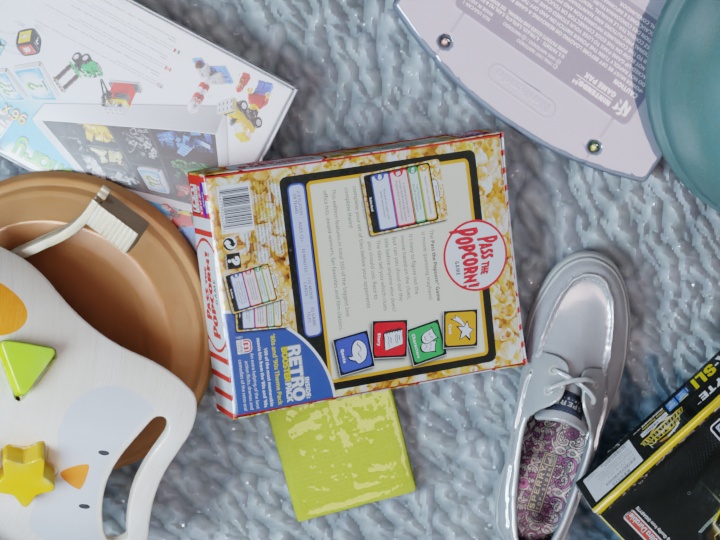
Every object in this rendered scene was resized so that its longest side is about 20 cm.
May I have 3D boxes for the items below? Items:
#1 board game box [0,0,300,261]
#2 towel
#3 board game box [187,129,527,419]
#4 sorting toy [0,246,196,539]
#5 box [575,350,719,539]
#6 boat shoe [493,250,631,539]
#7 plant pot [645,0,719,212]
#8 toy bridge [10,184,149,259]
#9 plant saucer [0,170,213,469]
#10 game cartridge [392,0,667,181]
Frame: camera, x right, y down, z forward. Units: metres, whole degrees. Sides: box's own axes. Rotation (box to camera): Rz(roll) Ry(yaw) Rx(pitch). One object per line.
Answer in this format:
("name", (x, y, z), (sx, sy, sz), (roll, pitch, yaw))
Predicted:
("board game box", (-0.154, -0.106, 1.277), (0.199, 0.035, 0.127), (28, 96, 0))
("towel", (-0.028, 0.058, 1.316), (0.085, 0.018, 0.202), (-14, 98, 6))
("board game box", (0.000, 0.000, 1.265), (0.198, 0.046, 0.153), (-8, 98, -18))
("sorting toy", (-0.199, 0.104, 1.212), (0.178, 0.107, 0.202), (15, 111, -16))
("box", (0.259, 0.152, 1.287), (0.160, 0.049, 0.200), (-43, 113, 4))
("boat shoe", (0.128, 0.088, 1.295), (0.071, 0.069, 0.202), (19, 96, -3))
("plant pot", (0.283, -0.104, 1.198), (0.198, 0.134, 0.202), (-3, 109, -7))
("toy bridge", (-0.207, 0.026, 1.240), (0.067, 0.027, 0.201), (35, 110, -2))
("plant saucer", (-0.190, 0.039, 1.276), (0.198, 0.037, 0.202), (2, 107, 7))
("game cartridge", (0.127, -0.152, 1.285), (0.199, 0.041, 0.134), (35, 91, -5))
